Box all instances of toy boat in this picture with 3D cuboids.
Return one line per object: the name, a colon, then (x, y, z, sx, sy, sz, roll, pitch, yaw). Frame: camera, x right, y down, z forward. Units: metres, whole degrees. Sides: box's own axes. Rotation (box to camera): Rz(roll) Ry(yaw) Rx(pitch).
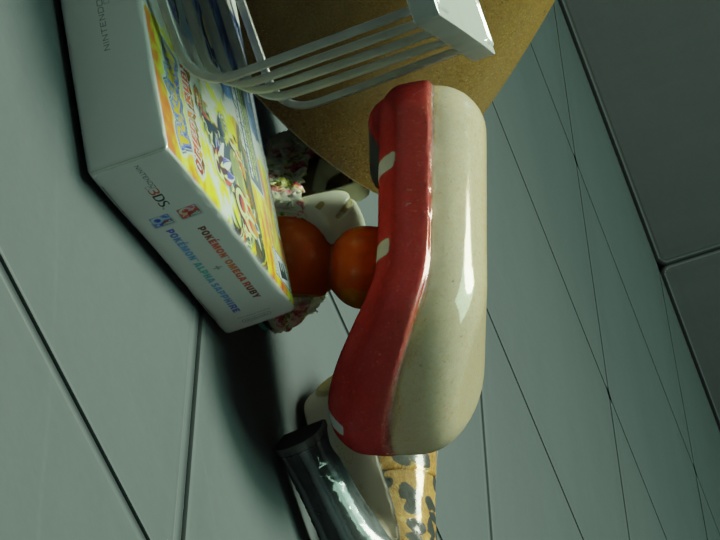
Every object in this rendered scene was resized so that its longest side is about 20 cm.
toy boat: (0.000, 0.000, 1.438, 0.131, 0.131, 0.200, 87, 4, -56)

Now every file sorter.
file sorter: (-0.025, -0.160, 1.365, 0.200, 0.124, 0.139, 3, 68, -80)

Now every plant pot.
plant pot: (0.036, -0.172, 1.572, 0.186, 0.200, 0.186, 40, 19, -17)

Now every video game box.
video game box: (-0.095, -0.096, 1.363, 0.182, 0.047, 0.200, 50, 24, -59)

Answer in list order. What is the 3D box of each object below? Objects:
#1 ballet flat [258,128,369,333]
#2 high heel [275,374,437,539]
ballet flat: (-0.028, -0.034, 1.552, 0.200, 0.064, 0.076, -86, 157, -62)
high heel: (0.025, 0.122, 1.516, 0.143, 0.071, 0.200, 64, 28, -9)
